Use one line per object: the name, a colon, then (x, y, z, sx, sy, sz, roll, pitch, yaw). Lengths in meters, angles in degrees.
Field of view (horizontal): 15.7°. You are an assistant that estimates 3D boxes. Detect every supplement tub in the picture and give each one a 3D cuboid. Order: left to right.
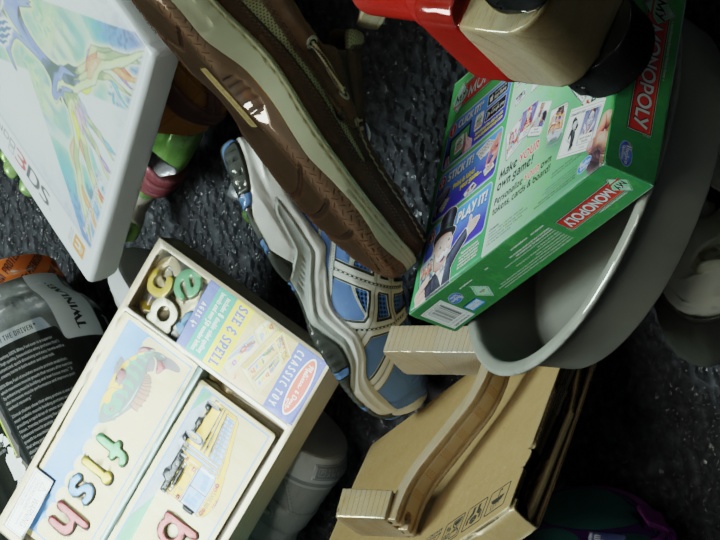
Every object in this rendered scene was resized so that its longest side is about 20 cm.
supplement tub: (-0.187, 0.098, 1.584, 0.123, 0.122, 0.200, -44, 66, 41)

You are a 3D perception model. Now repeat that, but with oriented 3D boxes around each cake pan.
cake pan: (0.112, -0.040, 1.234, 0.200, 0.037, 0.201, -56, 22, 36)

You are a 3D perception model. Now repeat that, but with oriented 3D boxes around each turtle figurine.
turtle figurine: (-0.112, -0.063, 1.459, 0.194, 0.144, 0.201, -29, 72, 44)

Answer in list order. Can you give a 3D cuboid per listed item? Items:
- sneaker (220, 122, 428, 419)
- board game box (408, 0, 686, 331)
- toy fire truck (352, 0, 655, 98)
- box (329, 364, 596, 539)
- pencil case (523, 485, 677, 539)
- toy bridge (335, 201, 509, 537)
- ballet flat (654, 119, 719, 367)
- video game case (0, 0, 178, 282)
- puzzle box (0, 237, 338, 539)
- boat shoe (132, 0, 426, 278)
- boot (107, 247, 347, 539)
sneaker: (0.000, 0.000, 1.365, 0.200, 0.077, 0.076, 62, -179, -39)
board game box: (0.088, -0.066, 1.226, 0.200, 0.029, 0.135, -39, 33, 59)
toy fire truck: (0.058, -0.169, 1.174, 0.200, 0.129, 0.177, 11, 72, 41)
box: (0.045, 0.108, 1.333, 0.021, 0.164, 0.200, 37, 135, -13)
pencil case: (0.116, 0.216, 1.313, 0.092, 0.085, 0.201, 1, 102, 7)
toy bridge: (0.046, 0.040, 1.321, 0.067, 0.027, 0.201, -1, 59, 36)
ballet flat: (0.172, -0.037, 1.217, 0.068, 0.068, 0.201, 38, 124, 29)
video game case: (-0.165, -0.119, 1.374, 0.183, 0.022, 0.200, 54, 148, 22)
puzzle box: (-0.108, 0.100, 1.462, 0.133, 0.025, 0.200, 34, 101, 22)
boat shoe: (-0.022, -0.088, 1.258, 0.202, 0.075, 0.075, 51, 168, -22)
boot: (-0.096, 0.081, 1.518, 0.200, 0.073, 0.096, 47, 121, 29)
